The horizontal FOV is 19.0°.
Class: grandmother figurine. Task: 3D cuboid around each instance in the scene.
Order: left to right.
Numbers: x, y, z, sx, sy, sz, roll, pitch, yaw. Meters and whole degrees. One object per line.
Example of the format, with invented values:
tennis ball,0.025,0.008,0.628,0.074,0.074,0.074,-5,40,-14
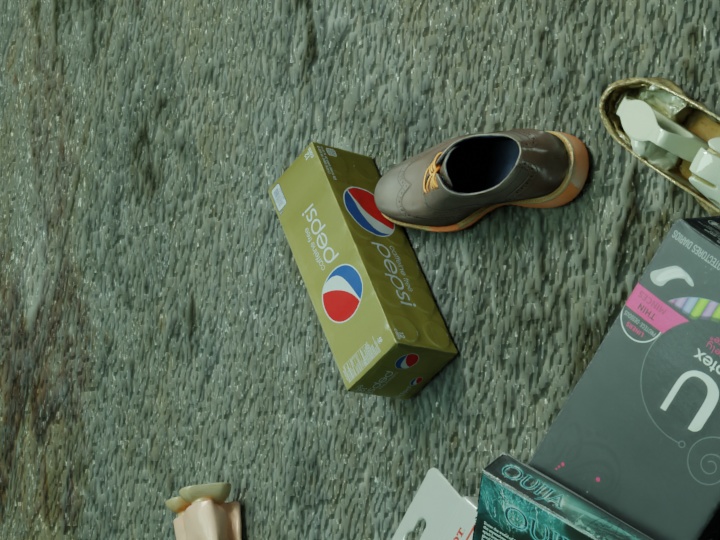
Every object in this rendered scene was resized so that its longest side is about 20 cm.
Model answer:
grandmother figurine,-0.115,0.275,1.737,0.121,0.060,0.200,128,136,-65

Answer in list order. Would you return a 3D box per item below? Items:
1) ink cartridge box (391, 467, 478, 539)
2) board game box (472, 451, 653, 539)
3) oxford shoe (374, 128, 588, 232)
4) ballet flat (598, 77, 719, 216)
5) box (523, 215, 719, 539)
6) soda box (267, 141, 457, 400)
ink cartridge box,0.101,0.237,1.493,0.200,0.067,0.117,44,114,42
board game box,0.154,0.214,1.341,0.200,0.028,0.135,30,132,29
oxford shoe,0.072,-0.074,1.587,0.200,0.073,0.071,-13,72,46
ballet flat,0.227,-0.073,1.421,0.200,0.065,0.071,35,109,46
box,0.214,0.078,1.350,0.122,0.106,0.200,37,111,23
soda box,0.000,0.000,1.655,0.064,0.068,0.200,-45,51,32
